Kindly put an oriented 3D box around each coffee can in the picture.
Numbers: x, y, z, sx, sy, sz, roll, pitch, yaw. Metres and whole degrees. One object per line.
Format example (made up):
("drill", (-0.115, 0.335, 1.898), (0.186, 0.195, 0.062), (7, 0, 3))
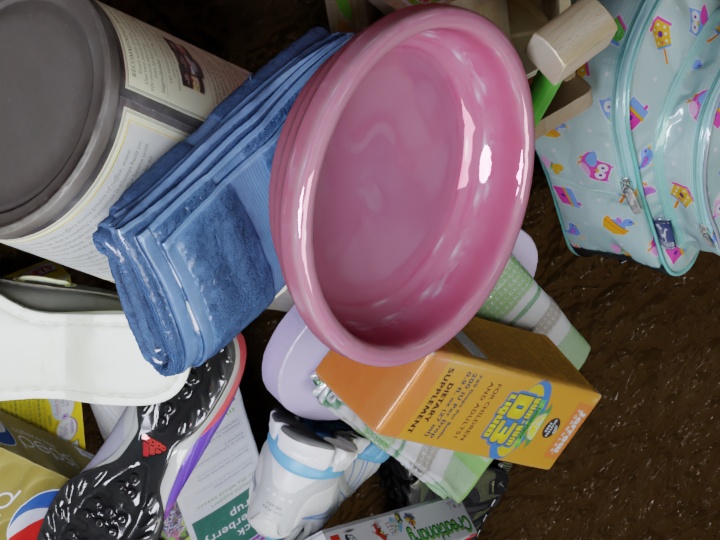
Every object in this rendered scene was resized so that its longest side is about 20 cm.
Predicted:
("coffee can", (-0.130, -0.065, 1.568), (0.200, 0.146, 0.146), (22, 108, -50))

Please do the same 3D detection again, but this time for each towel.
("towel", (-0.056, -0.038, 1.511), (0.200, 0.048, 0.112), (-46, 132, -32))
("towel", (0.065, 0.063, 1.768), (0.149, 0.031, 0.200), (-47, 143, 0))

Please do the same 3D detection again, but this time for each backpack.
("backpack", (0.193, -0.112, 1.806), (0.176, 0.153, 0.200), (-58, 137, -26))

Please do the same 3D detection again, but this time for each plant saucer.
("plant saucer", (0.017, -0.049, 1.517), (0.200, 0.051, 0.201), (-22, 120, -44))

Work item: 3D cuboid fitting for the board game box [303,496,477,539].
("board game box", (-0.020, 0.197, 1.810), (0.126, 0.035, 0.200), (-31, 169, 25))

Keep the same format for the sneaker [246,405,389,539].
("sneaker", (-0.037, 0.133, 1.790), (0.087, 0.075, 0.200), (-64, 168, 6))

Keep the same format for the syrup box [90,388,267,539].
("syrup box", (-0.113, 0.127, 1.809), (0.079, 0.081, 0.200), (-31, 138, -15))

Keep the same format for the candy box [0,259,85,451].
("candy box", (-0.222, 0.089, 1.720), (0.102, 0.026, 0.200), (-21, 136, -23))

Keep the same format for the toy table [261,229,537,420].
("toy table", (0.000, 0.000, 1.769), (0.200, 0.117, 0.184), (-16, 133, -33))

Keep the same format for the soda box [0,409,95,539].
("soda box", (-0.228, 0.124, 1.676), (0.068, 0.064, 0.200), (-49, 139, 7))

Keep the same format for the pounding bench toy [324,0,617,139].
("pounding bench toy", (0.075, -0.128, 1.654), (0.124, 0.200, 0.156), (-30, 138, -19))

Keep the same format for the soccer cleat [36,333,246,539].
("soccer cleat", (-0.128, 0.117, 1.676), (0.200, 0.068, 0.073), (-60, 167, 3))

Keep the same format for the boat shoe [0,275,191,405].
("boat shoe", (-0.195, 0.038, 1.612), (0.201, 0.060, 0.072), (8, 101, 3))

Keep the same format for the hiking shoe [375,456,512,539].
("hiking shoe", (0.074, 0.171, 2.022), (0.101, 0.076, 0.200), (-29, 138, -14))

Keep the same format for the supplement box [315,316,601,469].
("supplement box", (0.063, 0.069, 1.698), (0.200, 0.069, 0.067), (14, 115, -55))
